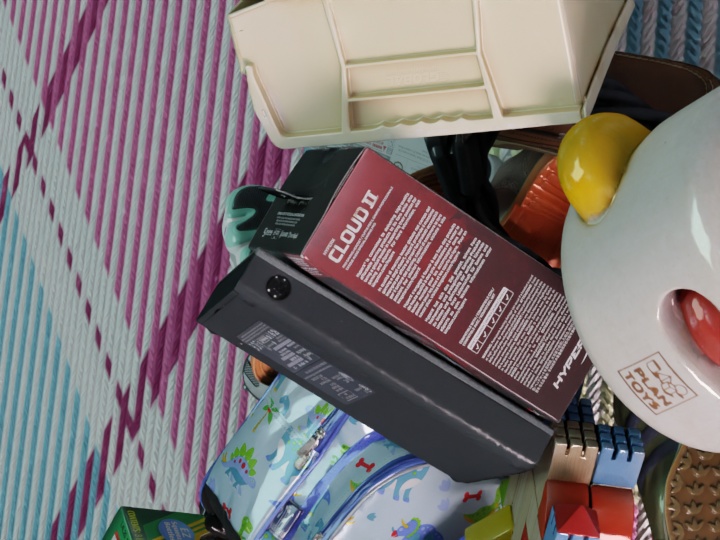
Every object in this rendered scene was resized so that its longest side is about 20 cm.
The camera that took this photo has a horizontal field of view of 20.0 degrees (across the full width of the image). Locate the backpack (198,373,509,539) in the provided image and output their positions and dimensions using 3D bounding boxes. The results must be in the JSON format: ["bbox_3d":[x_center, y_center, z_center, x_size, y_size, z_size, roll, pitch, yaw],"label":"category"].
[{"bbox_3d":[0.019,0.131,1.363,0.200,0.183,0.147,-59,43,14],"label":"backpack"}]

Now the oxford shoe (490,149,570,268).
[{"bbox_3d":[0.105,-0.025,1.399,0.200,0.071,0.073,-48,25,28],"label":"oxford shoe"}]

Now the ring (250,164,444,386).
[{"bbox_3d":[0.000,0.000,1.363,0.019,0.200,0.201,46,123,19],"label":"ring"}]

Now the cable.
[{"bbox_3d":[0.132,-0.049,1.282,0.163,0.200,0.051,-4,40,24],"label":"cable"}]

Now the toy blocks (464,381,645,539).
[{"bbox_3d":[0.125,0.137,1.202,0.200,0.100,0.137,-91,10,-59],"label":"toy blocks"}]

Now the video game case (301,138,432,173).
[{"bbox_3d":[0.007,-0.064,1.595,0.200,0.022,0.183,26,101,56],"label":"video game case"}]

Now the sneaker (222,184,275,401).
[{"bbox_3d":[-0.070,0.043,1.602,0.200,0.078,0.140,65,147,28],"label":"sneaker"}]

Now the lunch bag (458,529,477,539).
[{"bbox_3d":[0.070,0.287,1.282,0.200,0.123,0.170,-64,32,33],"label":"lunch bag"}]

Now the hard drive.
[{"bbox_3d":[0.005,0.061,1.203,0.033,0.200,0.140,-60,7,-15],"label":"hard drive"}]

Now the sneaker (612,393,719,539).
[{"bbox_3d":[0.191,0.101,1.221,0.090,0.067,0.201,146,123,-70],"label":"sneaker"}]

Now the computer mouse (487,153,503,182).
[{"bbox_3d":[0.024,-0.022,1.481,0.200,0.044,0.110,-22,35,23],"label":"computer mouse"}]

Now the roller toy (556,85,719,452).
[{"bbox_3d":[0.205,0.000,1.107,0.140,0.200,0.183,-33,59,48],"label":"roller toy"}]

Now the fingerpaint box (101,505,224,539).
[{"bbox_3d":[-0.092,0.273,1.493,0.073,0.166,0.200,-60,35,30],"label":"fingerpaint box"}]

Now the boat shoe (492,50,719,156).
[{"bbox_3d":[0.131,-0.109,1.294,0.199,0.068,0.072,0,69,24],"label":"boat shoe"}]

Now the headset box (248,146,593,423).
[{"bbox_3d":[0.031,0.000,1.190,0.077,0.200,0.149,-59,14,-6],"label":"headset box"}]

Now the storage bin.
[{"bbox_3d":[0.047,-0.158,1.214,0.200,0.198,0.094,-61,-38,-60],"label":"storage bin"}]
